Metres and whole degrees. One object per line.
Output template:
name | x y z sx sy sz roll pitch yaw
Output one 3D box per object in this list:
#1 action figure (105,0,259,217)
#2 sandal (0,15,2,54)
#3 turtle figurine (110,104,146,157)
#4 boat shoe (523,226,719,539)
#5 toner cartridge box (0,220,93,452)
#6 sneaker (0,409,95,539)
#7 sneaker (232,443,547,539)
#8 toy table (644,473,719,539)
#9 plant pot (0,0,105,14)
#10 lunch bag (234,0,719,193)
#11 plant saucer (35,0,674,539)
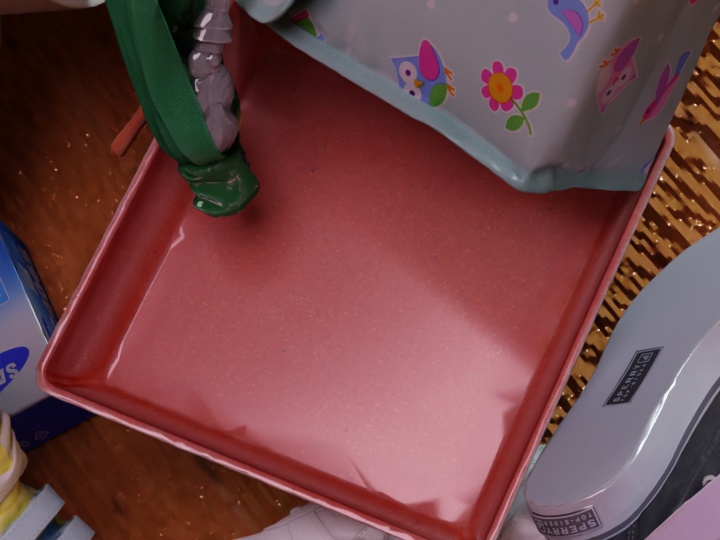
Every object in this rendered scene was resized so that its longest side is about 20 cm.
action figure | -0.077 -0.113 1.067 0.055 0.200 0.118 -20 23 -13
sandal | -0.200 -0.076 1.194 0.080 0.054 0.201 -2 77 7
turtle figurine | 0.005 -0.067 1.190 0.200 0.064 0.161 -36 71 -2
boat shoe | 0.131 0.050 1.094 0.069 0.057 0.200 -7 33 46
toner cartridge box | -0.226 0.065 1.216 0.200 0.043 0.095 -29 66 3
sneaker | -0.150 0.076 1.098 0.130 0.200 0.080 31 43 8
sneaker | 0.014 0.109 1.123 0.199 0.075 0.100 -6 61 4
toy table | 0.165 0.145 1.009 0.184 0.200 0.117 -13 60 -35
plant pot | -0.215 -0.180 1.135 0.200 0.187 0.188 -11 67 25
lunch bag | 0.044 -0.147 1.056 0.200 0.122 0.171 35 110 26
plant saucer | 0.000 0.000 1.109 0.199 0.037 0.200 21 71 16
